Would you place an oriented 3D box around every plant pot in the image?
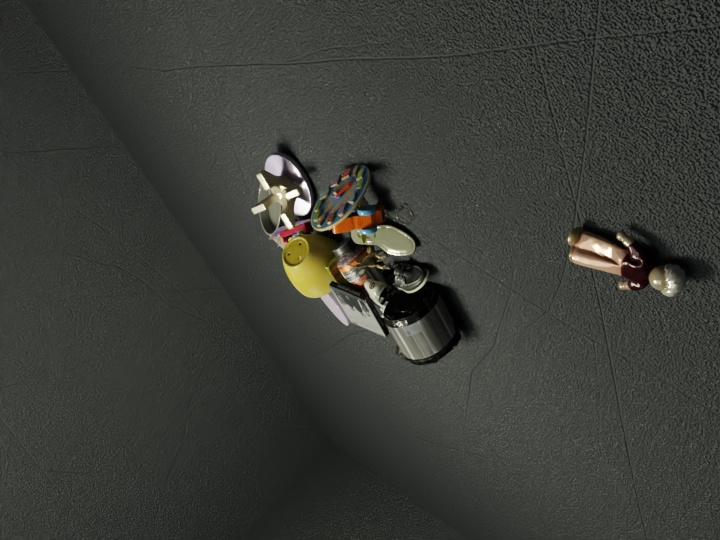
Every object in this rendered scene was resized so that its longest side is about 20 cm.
[{"bbox_3d":[-0.164,-0.034,1.841,0.199,0.202,0.142,30,176,36],"label":"plant pot"}]

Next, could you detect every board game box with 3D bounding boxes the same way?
[{"bbox_3d":[-0.204,-0.116,1.887,0.200,0.155,0.040,-28,78,67],"label":"board game box"}]

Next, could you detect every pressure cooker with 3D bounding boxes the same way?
[{"bbox_3d":[0.172,0.162,1.622,0.175,0.178,0.202,3,130,55],"label":"pressure cooker"}]

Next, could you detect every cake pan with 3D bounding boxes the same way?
[{"bbox_3d":[-0.283,-0.216,1.914,0.199,0.036,0.205,15,107,59],"label":"cake pan"}]

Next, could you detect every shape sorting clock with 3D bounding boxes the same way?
[{"bbox_3d":[-0.053,-0.183,1.461,0.039,0.201,0.199,43,161,-27],"label":"shape sorting clock"}]

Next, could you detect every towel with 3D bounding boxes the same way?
[{"bbox_3d":[-0.032,0.034,1.840,0.018,0.086,0.201,18,147,53],"label":"towel"}]

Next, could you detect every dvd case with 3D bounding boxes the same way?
[{"bbox_3d":[-0.003,0.120,1.796,0.149,0.025,0.201,21,154,36],"label":"dvd case"}]

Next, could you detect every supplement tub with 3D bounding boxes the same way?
[{"bbox_3d":[0.000,0.000,1.769,0.201,0.107,0.107,53,157,-12],"label":"supplement tub"}]

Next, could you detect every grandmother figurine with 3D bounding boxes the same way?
[{"bbox_3d":[0.453,-0.009,1.001,0.199,0.061,0.122,29,159,45],"label":"grandmother figurine"}]

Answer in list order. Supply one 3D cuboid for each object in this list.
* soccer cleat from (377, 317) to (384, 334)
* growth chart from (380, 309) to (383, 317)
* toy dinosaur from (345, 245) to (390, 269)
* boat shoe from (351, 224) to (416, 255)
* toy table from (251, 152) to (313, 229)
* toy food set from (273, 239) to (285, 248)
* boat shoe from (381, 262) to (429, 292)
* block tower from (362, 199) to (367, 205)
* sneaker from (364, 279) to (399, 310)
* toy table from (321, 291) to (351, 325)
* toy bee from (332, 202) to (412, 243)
[{"bbox_3d":[0.106,0.154,1.841,0.198,0.070,0.078,-9,121,42],"label":"soccer cleat"},{"bbox_3d":[0.096,0.117,1.897,0.144,0.018,0.202,26,149,42],"label":"growth chart"},{"bbox_3d":[0.031,-0.027,1.612,0.099,0.200,0.059,-2,110,19],"label":"toy dinosaur"},{"bbox_3d":[0.071,-0.089,1.574,0.197,0.067,0.073,17,106,34],"label":"boat shoe"},{"bbox_3d":[-0.230,-0.231,1.733,0.182,0.118,0.201,-30,108,35],"label":"toy table"},{"bbox_3d":[-0.248,-0.136,2.084,0.199,0.060,0.144,42,145,13],"label":"toy food set"},{"bbox_3d":[0.116,0.011,1.611,0.066,0.075,0.199,32,172,-20],"label":"boat shoe"},{"bbox_3d":[-0.046,-0.161,1.667,0.058,0.054,0.199,55,156,-14],"label":"block tower"},{"bbox_3d":[0.074,0.075,1.706,0.088,0.075,0.200,33,170,35],"label":"sneaker"},{"bbox_3d":[-0.063,0.071,1.963,0.201,0.117,0.184,51,163,5],"label":"toy table"},{"bbox_3d":[0.022,-0.133,1.505,0.196,0.133,0.109,13,-159,-7],"label":"toy bee"}]
